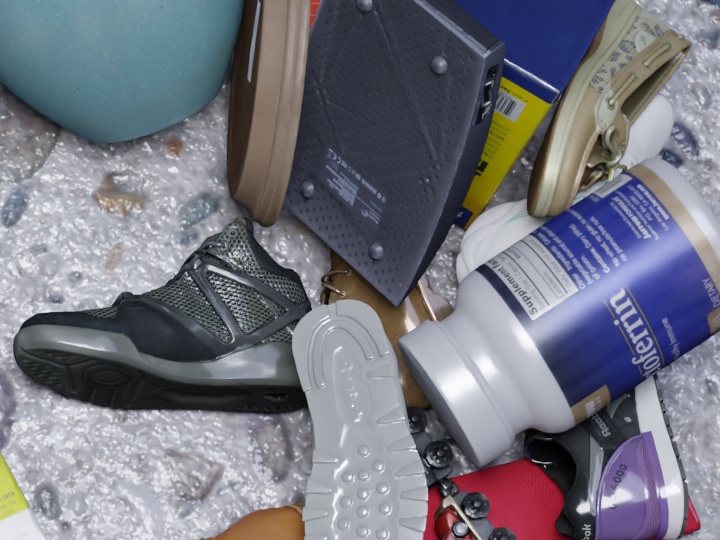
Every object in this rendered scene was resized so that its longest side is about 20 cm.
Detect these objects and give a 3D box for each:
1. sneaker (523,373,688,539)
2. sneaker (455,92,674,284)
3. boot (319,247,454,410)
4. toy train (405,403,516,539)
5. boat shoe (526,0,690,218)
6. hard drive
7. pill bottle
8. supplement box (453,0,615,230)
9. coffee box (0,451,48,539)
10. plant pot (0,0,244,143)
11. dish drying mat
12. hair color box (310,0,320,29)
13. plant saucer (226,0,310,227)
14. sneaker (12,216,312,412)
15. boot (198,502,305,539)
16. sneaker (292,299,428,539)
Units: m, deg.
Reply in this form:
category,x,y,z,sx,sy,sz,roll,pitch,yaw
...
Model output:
category,x,y,z,sx,sy,sz,roll,pitch,yaw
sneaker,0.143,0.083,1.629,0.087,0.076,0.200,-6,53,-10
sneaker,0.154,-0.042,1.689,0.080,0.070,0.200,21,57,42
boot,0.000,0.000,1.643,0.075,0.074,0.200,-22,76,-15
toy train,0.069,0.171,1.580,0.046,0.034,0.200,-32,78,-23
boat shoe,0.161,-0.103,1.649,0.063,0.073,0.200,25,51,4
hard drive,0.018,-0.090,1.551,0.042,0.200,0.135,-25,56,-39
pill bottle,0.130,0.028,1.568,0.200,0.116,0.116,-33,77,-4
supplement box,0.074,-0.132,1.646,0.109,0.200,0.109,31,61,0
coffee box,-0.313,0.141,1.410,0.200,0.200,0.198,-25,74,-24
plant pot,-0.155,-0.160,1.618,0.200,0.200,0.135,-31,114,-26
dish drying mat,0.117,0.156,1.631,0.200,0.018,0.077,-13,70,-22
hair color box,-0.031,-0.219,1.707,0.064,0.111,0.200,-3,67,-16
plant saucer,-0.059,-0.128,1.591,0.029,0.200,0.200,6,65,-9
sneaker,-0.121,0.026,1.592,0.199,0.076,0.114,2,64,-18
boot,-0.031,0.232,1.518,0.155,0.077,0.200,-15,69,-24
sneaker,0.005,0.120,1.534,0.076,0.081,0.200,-6,67,6
